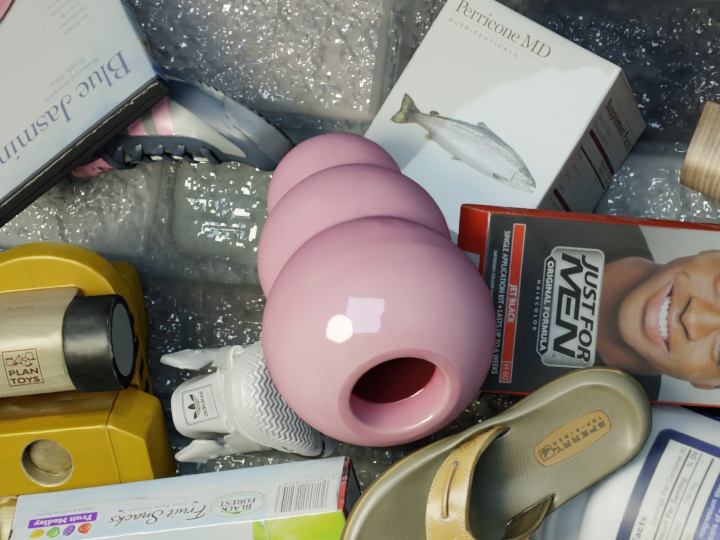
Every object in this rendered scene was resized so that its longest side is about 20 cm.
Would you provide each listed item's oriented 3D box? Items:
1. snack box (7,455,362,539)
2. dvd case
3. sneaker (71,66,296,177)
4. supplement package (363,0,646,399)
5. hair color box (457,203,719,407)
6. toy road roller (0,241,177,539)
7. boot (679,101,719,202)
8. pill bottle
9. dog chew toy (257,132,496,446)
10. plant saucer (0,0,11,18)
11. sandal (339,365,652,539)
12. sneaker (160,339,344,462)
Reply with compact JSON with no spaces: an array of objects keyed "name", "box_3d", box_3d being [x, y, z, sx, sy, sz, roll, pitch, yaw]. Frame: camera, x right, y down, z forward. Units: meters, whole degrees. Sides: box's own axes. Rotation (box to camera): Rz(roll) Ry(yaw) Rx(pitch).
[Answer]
[{"name":"snack box","box_3d":[-0.088,0.186,1.572,0.199,0.143,0.053,-7,35,11]},{"name":"dvd case","box_3d":[-0.205,-0.135,1.672,0.143,0.018,0.200,-37,51,12]},{"name":"sneaker","box_3d":[-0.136,-0.084,1.679,0.200,0.070,0.082,21,77,25]},{"name":"supplement package","box_3d":[0.063,-0.045,1.599,0.117,0.117,0.200,30,85,18]},{"name":"hair color box","box_3d":[0.153,0.021,1.515,0.199,0.061,0.102,3,95,-15]},{"name":"toy road roller","box_3d":[-0.175,0.078,1.642,0.123,0.146,0.201,-6,114,11]},{"name":"boot","box_3d":[0.290,-0.109,1.586,0.155,0.077,0.200,20,74,10]},{"name":"pill bottle","box_3d":[0.186,0.140,1.528,0.200,0.120,0.120,21,83,17]},{"name":"dog chew toy","box_3d":[0.000,0.000,1.468,0.124,0.125,0.200,-24,42,7]},{"name":"plant saucer","box_3d":[-0.300,-0.205,1.722,0.200,0.051,0.201,-13,61,25]},{"name":"sandal","box_3d":[0.071,0.123,1.461,0.200,0.054,0.080,-33,108,5]},{"name":"sneaker","box_3d":[-0.066,0.076,1.564,0.115,0.200,0.075,-10,87,16]}]
